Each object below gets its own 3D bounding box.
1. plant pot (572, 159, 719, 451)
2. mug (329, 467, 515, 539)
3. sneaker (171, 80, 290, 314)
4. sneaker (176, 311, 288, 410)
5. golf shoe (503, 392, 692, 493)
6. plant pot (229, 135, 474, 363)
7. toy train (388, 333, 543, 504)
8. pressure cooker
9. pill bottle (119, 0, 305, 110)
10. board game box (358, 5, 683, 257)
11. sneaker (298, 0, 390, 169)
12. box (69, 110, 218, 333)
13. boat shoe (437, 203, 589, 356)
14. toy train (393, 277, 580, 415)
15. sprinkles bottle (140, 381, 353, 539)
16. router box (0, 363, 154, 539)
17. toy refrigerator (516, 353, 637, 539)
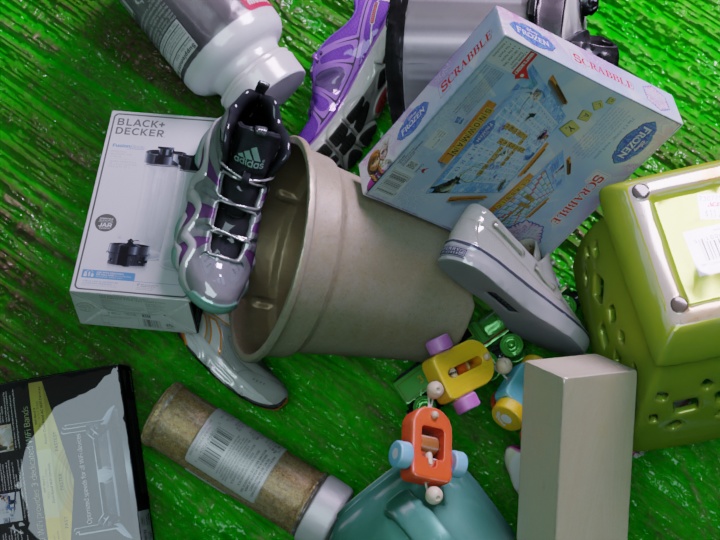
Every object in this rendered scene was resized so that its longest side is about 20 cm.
[{"bbox_3d":[0.303,0.017,1.370,0.197,0.182,0.201,-12,61,-3],"label":"plant pot"},{"bbox_3d":[0.053,0.228,1.406,0.151,0.185,0.115,-29,76,-42],"label":"mug"},{"bbox_3d":[-0.106,-0.074,1.380,0.077,0.140,0.202,12,59,-20],"label":"sneaker"},{"bbox_3d":[-0.129,0.043,1.495,0.200,0.076,0.092,44,85,6],"label":"sneaker"},{"bbox_3d":[0.218,0.144,1.455,0.199,0.075,0.092,-39,79,-1],"label":"golf shoe"},{"bbox_3d":[0.000,0.000,1.427,0.181,0.200,0.203,13,85,-20],"label":"plant pot"},{"bbox_3d":[0.102,0.138,1.394,0.198,0.055,0.152,10,66,-31],"label":"toy train"},{"bbox_3d":[0.132,-0.193,1.430,0.197,0.180,0.177,3,53,14],"label":"pressure cooker"},{"bbox_3d":[-0.144,-0.237,1.503,0.110,0.111,0.201,-39,83,0],"label":"pill bottle"},{"bbox_3d":[0.134,-0.107,1.353,0.200,0.198,0.041,-46,37,34],"label":"board game box"},{"bbox_3d":[-0.021,-0.168,1.516,0.083,0.081,0.201,26,79,23],"label":"sneaker"},{"bbox_3d":[-0.191,-0.047,1.474,0.115,0.060,0.202,5,59,6],"label":"box"},{"bbox_3d":[0.144,0.008,1.396,0.070,0.199,0.070,4,65,48],"label":"boat shoe"},{"bbox_3d":[0.118,0.070,1.487,0.199,0.042,0.057,-36,72,0],"label":"toy train"},{"bbox_3d":[-0.105,0.181,1.479,0.199,0.068,0.069,31,87,7],"label":"sprinkles bottle"},{"bbox_3d":[-0.283,0.199,1.500,0.155,0.052,0.203,-9,84,5],"label":"router box"},{"bbox_3d":[0.179,0.177,1.350,0.075,0.070,0.203,-5,102,-26],"label":"toy refrigerator"}]
